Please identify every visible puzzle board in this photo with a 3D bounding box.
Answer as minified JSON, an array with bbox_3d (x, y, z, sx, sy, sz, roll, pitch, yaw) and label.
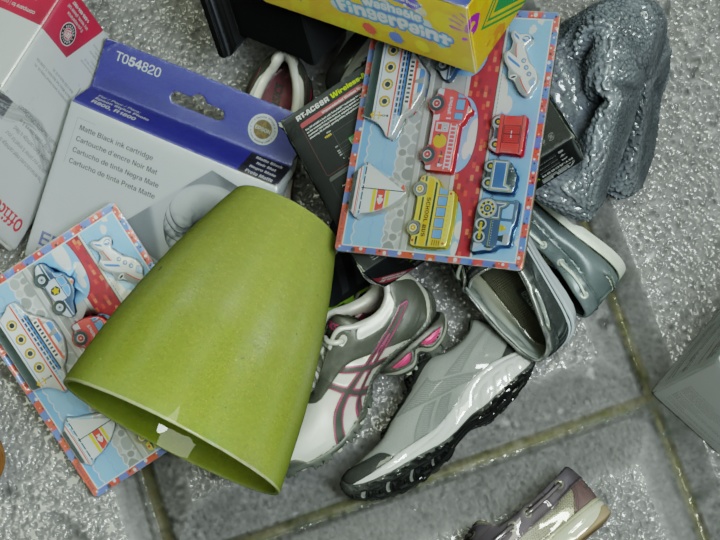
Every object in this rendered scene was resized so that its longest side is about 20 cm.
[{"bbox_3d":[0.065,-0.105,1.084,0.149,0.017,0.202,6,79,19],"label":"puzzle board"},{"bbox_3d":[-0.215,0.068,1.197,0.150,0.017,0.201,-33,95,0],"label":"puzzle board"}]

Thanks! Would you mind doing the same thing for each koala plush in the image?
[{"bbox_3d":[0.152,-0.165,1.233,0.199,0.177,0.186,19,109,24],"label":"koala plush"}]

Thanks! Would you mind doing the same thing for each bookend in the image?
[{"bbox_3d":[0.003,-0.247,1.199,0.199,0.092,0.199,24,62,26],"label":"bookend"}]

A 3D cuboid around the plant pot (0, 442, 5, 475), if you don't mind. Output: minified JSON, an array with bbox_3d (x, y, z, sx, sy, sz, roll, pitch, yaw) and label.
[{"bbox_3d":[-0.402,0.124,1.138,0.199,0.201,0.141,-26,64,-8],"label":"plant pot"}]

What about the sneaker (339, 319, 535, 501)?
[{"bbox_3d":[0.057,0.122,1.221,0.200,0.074,0.079,-40,71,-16],"label":"sneaker"}]

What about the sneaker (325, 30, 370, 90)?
[{"bbox_3d":[0.021,-0.240,1.303,0.080,0.074,0.201,28,72,18],"label":"sneaker"}]

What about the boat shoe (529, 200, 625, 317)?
[{"bbox_3d":[0.137,-0.032,1.253,0.199,0.073,0.062,34,74,-1],"label":"boat shoe"}]

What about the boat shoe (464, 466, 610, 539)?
[{"bbox_3d":[0.115,0.238,1.195,0.199,0.072,0.065,-33,69,-7],"label":"boat shoe"}]

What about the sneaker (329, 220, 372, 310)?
[{"bbox_3d":[0.000,0.000,1.238,0.082,0.072,0.201,27,77,2],"label":"sneaker"}]

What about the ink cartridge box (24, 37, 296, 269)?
[{"bbox_3d":[-0.167,-0.070,1.214,0.198,0.041,0.202,22,103,7],"label":"ink cartridge box"}]

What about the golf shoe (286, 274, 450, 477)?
[{"bbox_3d":[-0.020,0.081,1.190,0.200,0.077,0.088,-46,125,-6],"label":"golf shoe"}]

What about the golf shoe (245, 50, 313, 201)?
[{"bbox_3d":[-0.089,-0.097,1.248,0.076,0.088,0.202,9,78,-3],"label":"golf shoe"}]

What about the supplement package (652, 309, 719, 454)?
[{"bbox_3d":[0.365,0.083,1.172,0.152,0.200,0.151,42,79,6],"label":"supplement package"}]

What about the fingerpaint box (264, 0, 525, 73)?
[{"bbox_3d":[0.041,-0.258,1.097,0.199,0.074,0.167,22,62,25],"label":"fingerpaint box"}]

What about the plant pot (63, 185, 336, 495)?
[{"bbox_3d":[-0.103,0.042,1.115,0.186,0.187,0.201,25,74,3],"label":"plant pot"}]

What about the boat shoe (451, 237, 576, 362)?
[{"bbox_3d":[0.111,-0.011,1.208,0.072,0.071,0.200,-41,91,29],"label":"boat shoe"}]

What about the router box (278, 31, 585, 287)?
[{"bbox_3d":[0.055,-0.103,1.130,0.199,0.062,0.151,-32,70,9],"label":"router box"}]

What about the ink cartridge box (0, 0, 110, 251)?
[{"bbox_3d":[-0.300,-0.139,1.209,0.083,0.145,0.201,25,76,19],"label":"ink cartridge box"}]
